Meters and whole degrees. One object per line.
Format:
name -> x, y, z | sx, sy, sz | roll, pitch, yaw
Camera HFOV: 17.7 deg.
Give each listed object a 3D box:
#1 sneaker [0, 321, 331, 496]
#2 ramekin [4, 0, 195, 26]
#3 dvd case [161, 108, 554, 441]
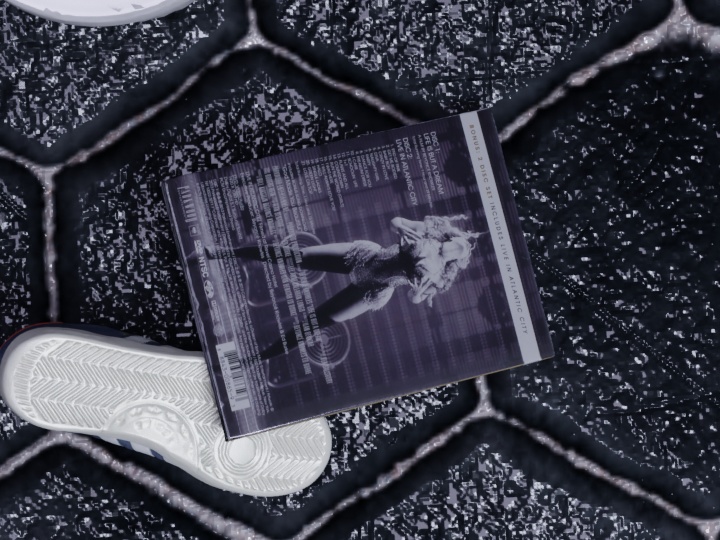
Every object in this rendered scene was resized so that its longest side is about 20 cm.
sneaker -> -0.113, 0.072, 1.316 | 0.199, 0.084, 0.075 | 21, 91, -20
ramekin -> -0.142, -0.233, 1.318 | 0.201, 0.094, 0.204 | 0, 87, 5
dvd case -> 0.000, 0.000, 1.302 | 0.199, 0.016, 0.150 | -14, 86, -16
